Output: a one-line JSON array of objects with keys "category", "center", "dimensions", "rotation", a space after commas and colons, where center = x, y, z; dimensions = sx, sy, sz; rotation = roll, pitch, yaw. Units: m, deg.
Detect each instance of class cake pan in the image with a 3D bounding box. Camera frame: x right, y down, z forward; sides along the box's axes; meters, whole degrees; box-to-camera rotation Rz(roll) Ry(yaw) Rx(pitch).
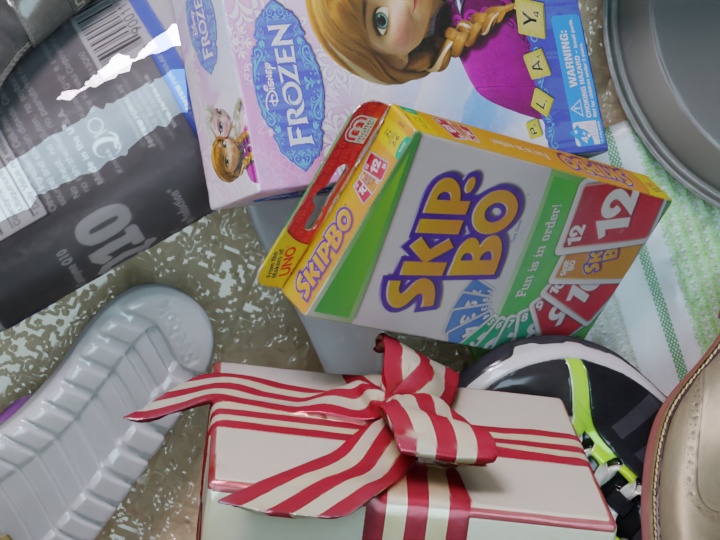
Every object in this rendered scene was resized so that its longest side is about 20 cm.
[{"category": "cake pan", "center": [0.215, -0.120, 1.126], "dimensions": [0.199, 0.037, 0.201], "rotation": [1, 84, -7]}]

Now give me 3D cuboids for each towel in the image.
[{"category": "towel", "center": [0.143, -0.001, 1.155], "dimensions": [0.199, 0.031, 0.150], "rotation": [-17, 95, -4]}]

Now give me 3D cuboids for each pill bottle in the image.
[{"category": "pill bottle", "center": [-0.152, -0.042, 1.063], "dimensions": [0.199, 0.114, 0.114], "rotation": [-30, 99, -4]}]

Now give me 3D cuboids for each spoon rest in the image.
[{"category": "spoon rest", "center": [0.000, 0.000, 1.107], "dimensions": [0.099, 0.061, 0.201], "rotation": [-12, 101, 30]}]

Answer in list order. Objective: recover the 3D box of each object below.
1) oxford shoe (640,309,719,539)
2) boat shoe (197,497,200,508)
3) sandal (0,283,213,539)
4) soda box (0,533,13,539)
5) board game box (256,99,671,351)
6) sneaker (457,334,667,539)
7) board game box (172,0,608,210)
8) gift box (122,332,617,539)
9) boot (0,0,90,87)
[{"category": "oxford shoe", "center": [0.185, 0.063, 1.074], "dimensions": [0.070, 0.075, 0.201], "rotation": [32, 66, -20]}, {"category": "boat shoe", "center": [0.027, 0.125, 1.127], "dimensions": [0.200, 0.075, 0.093], "rotation": [31, 92, -17]}, {"category": "sandal", "center": [-0.146, 0.088, 1.111], "dimensions": [0.203, 0.050, 0.082], "rotation": [-44, 116, -1]}, {"category": "soda box", "center": [-0.167, 0.159, 0.990], "dimensions": [0.068, 0.200, 0.064], "rotation": [-40, 88, -1]}, {"category": "board game box", "center": [0.049, -0.014, 1.046], "dimensions": [0.199, 0.030, 0.096], "rotation": [13, 115, -44]}, {"category": "sneaker", "center": [0.130, 0.097, 1.103], "dimensions": [0.199, 0.083, 0.072], "rotation": [25, 119, -26]}, {"category": "board game box", "center": [0.006, -0.137, 1.050], "dimensions": [0.199, 0.041, 0.201], "rotation": [-9, 86, -36]}, {"category": "gift box", "center": [-0.004, 0.134, 0.989], "dimensions": [0.199, 0.185, 0.188], "rotation": [6, 103, -9]}, {"category": "boot", "center": [-0.216, -0.105, 1.015], "dimensions": [0.181, 0.073, 0.200], "rotation": [31, 74, 28]}]
